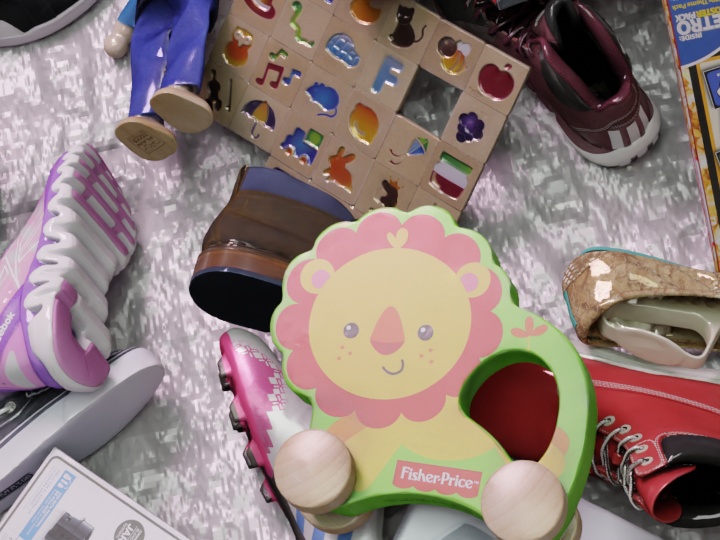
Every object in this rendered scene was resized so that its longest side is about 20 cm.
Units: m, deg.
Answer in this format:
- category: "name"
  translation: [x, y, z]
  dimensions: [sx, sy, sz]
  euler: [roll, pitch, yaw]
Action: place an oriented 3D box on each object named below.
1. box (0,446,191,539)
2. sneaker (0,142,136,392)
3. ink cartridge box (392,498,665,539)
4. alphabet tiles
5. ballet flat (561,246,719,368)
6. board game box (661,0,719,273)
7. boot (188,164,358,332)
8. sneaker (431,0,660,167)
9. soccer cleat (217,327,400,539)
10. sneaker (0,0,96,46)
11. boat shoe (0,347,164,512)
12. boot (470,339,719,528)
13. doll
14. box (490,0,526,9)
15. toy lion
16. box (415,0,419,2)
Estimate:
- category: "box"
  translation: [-0.132, 0.209, 1.639]
  dimensions: [0.200, 0.060, 0.117]
  euler: [33, 80, 19]
- category: "sneaker"
  translation: [-0.198, 0.002, 1.693]
  dimensions: [0.088, 0.081, 0.201]
  euler: [-19, 38, 23]
- category: "ink cartridge box"
  translation: [0.094, 0.225, 1.578]
  dimensions: [0.199, 0.041, 0.201]
  euler: [25, 78, 2]
- category: "alphabet tiles"
  translation: [-0.010, -0.100, 1.711]
  dimensions: [0.200, 0.008, 0.168]
  euler: [32, 109, 19]
- category: "ballet flat"
  translation: [0.218, 0.034, 1.619]
  dimensions: [0.199, 0.071, 0.065]
  euler: [6, 52, 4]
- category: "board game box"
  translation: [0.268, -0.107, 1.633]
  dimensions: [0.151, 0.046, 0.201]
  euler: [-11, 101, 6]
- category: "boot"
  translation: [0.000, 0.000, 1.672]
  dimensions: [0.199, 0.075, 0.097]
  euler: [19, 53, -10]
- category: "sneaker"
  translation: [0.111, -0.160, 1.694]
  dimensions: [0.076, 0.116, 0.200]
  euler: [-43, 69, -6]
- category: "soccer cleat"
  translation: [-0.021, 0.119, 1.653]
  dimensions: [0.086, 0.070, 0.201]
  euler: [-22, 74, -7]
- category: "sneaker"
  translation: [-0.269, -0.194, 1.778]
  dimensions: [0.199, 0.112, 0.073]
  euler: [-13, 70, 6]
- category: "boat shoe"
  translation: [-0.216, 0.099, 1.692]
  dimensions: [0.200, 0.072, 0.068]
  euler: [-37, 70, 4]
- category: "boot"
  translation: [0.136, 0.100, 1.580]
  dimensions: [0.199, 0.144, 0.073]
  euler: [4, 110, 12]
- category: "doll"
  translation: [-0.120, -0.168, 1.753]
  dimensions: [0.136, 0.048, 0.201]
  euler: [-33, 39, 42]
- category: "box"
  translation: [0.150, -0.231, 1.694]
  dimensions: [0.199, 0.038, 0.137]
  euler: [-20, 29, -9]
- category: "toy lion"
  translation: [0.041, 0.059, 1.561]
  dimensions: [0.199, 0.069, 0.192]
  euler: [8, 73, 19]
- category: "box"
  translation: [0.001, -0.281, 1.777]
  dimensions: [0.095, 0.078, 0.201]
  euler: [4, 72, 11]
